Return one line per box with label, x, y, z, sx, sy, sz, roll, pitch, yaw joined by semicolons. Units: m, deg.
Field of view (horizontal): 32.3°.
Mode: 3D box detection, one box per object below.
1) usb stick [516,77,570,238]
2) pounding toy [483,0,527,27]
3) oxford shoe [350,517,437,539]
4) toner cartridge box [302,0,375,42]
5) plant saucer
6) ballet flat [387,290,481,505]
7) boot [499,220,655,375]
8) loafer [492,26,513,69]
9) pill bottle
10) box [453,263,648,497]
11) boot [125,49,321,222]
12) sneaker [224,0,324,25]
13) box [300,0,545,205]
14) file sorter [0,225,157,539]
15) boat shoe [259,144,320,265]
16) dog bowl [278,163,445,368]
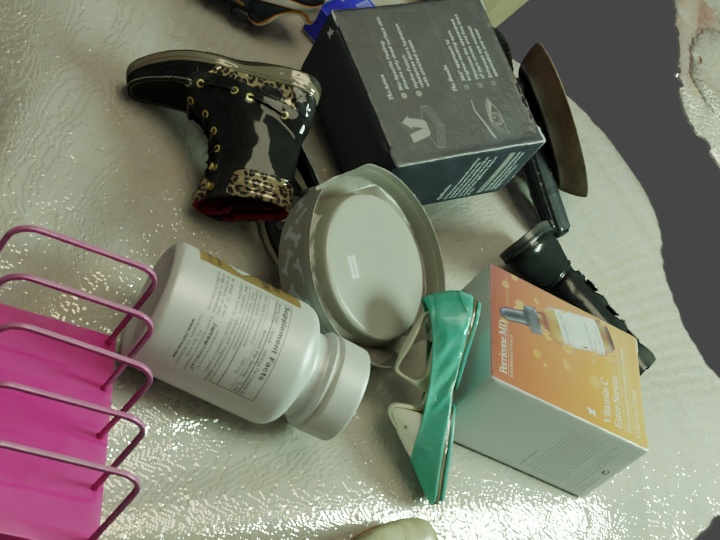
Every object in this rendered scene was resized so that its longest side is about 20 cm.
usb stick;0.213;-0.137;1.521;0.055;0.032;0.202;-21;93;-61
pounding toy;0.140;-0.448;1.685;0.141;0.184;0.202;21;44;-41
oxford shoe;0.010;0.254;1.042;0.199;0.074;0.071;-24;73;-48
toner cartridge box;0.029;-0.245;1.507;0.200;0.043;0.095;49;39;5
plant saucer;0.236;-0.183;1.555;0.034;0.201;0.202;-17;59;2
ballet flat;0.063;0.116;1.178;0.070;0.067;0.202;11;84;0
boot;0.245;0.044;1.388;0.201;0.065;0.165;55;14;10
loafer;0.160;-0.206;1.571;0.073;0.071;0.202;26;54;-49
pill bottle;-0.097;0.067;1.082;0.199;0.114;0.115;28;43;-19
box;0.182;0.114;1.279;0.199;0.106;0.153;25;44;-21
boot;-0.145;-0.132;1.231;0.197;0.073;0.152;8;69;-1
sneaker;-0.137;-0.327;1.424;0.198;0.080;0.079;12;38;1
box;0.066;-0.185;1.384;0.198;0.118;0.198;-11;69;-28
file sorter;-0.236;0.088;0.941;0.138;0.125;0.202;20;46;-26
boat shoe;-0.063;-0.065;1.262;0.072;0.063;0.201;-4;59;-41
dog bowl;0.000;0.000;1.215;0.199;0.058;0.202;19;64;-44
